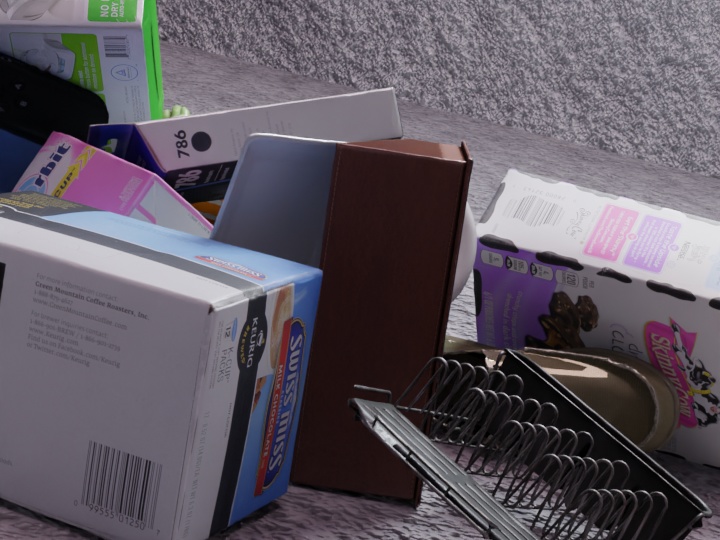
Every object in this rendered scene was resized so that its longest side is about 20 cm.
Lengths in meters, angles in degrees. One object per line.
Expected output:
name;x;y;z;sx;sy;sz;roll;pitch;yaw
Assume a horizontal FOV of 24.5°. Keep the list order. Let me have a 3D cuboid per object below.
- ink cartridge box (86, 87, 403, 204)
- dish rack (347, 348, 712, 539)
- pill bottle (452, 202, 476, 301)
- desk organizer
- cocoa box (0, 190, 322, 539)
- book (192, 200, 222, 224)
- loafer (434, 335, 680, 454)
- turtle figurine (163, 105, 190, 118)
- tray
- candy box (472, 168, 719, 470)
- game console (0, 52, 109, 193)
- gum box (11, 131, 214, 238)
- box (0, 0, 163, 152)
ink cartridge box;-0.078;-0.076;1.074;0.197;0.040;0.099;-8;-10;-13
dish rack;0.087;0.100;0.873;0.153;0.055;0.199;39;12;29
pill bottle;0.000;0.000;1.134;0.113;0.116;0.200;8;-16;-11
desk organizer;0.011;0.024;0.952;0.076;0.203;0.072;8;12;-1
cocoa box;-0.140;0.045;0.873;0.198;0.135;0.131;15;13;21
book;-0.143;-0.059;1.334;0.198;0.049;0.133;15;-31;-35
loafer;0.106;0.086;1.076;0.198;0.077;0.068;5;10;22
turtle figurine;-0.266;-0.142;1.650;0.198;0.146;0.193;20;10;24
tray;-0.059;0.008;0.972;0.106;0.202;0.022;2;31;-39
candy box;0.180;0.036;1.118;0.198;0.169;0.072;15;50;21
game console;-0.263;-0.030;1.034;0.170;0.200;0.119;21;30;-38
gum box;-0.120;0.005;1.057;0.113;0.066;0.200;23;-16;45
box;-0.226;-0.140;1.124;0.174;0.098;0.201;1;-29;-2
